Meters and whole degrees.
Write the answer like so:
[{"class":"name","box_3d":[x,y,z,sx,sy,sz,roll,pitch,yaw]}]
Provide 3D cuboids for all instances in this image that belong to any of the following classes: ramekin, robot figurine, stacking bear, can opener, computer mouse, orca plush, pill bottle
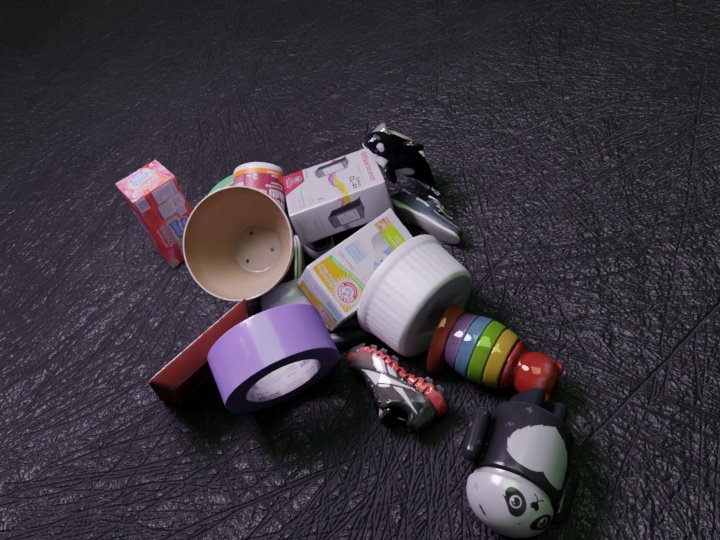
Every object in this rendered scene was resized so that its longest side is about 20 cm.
[{"class":"ramekin","box_3d":[0.098,0.050,1.007,0.200,0.201,0.098,-38,59,-20]},{"class":"robot figurine","box_3d":[0.225,0.265,0.828,0.149,0.125,0.201,13,53,27]},{"class":"stacking bear","box_3d":[0.220,0.142,0.955,0.199,0.114,0.122,24,58,25]},{"class":"can opener","box_3d":[-0.087,0.118,1.081,0.198,0.067,0.053,-5,51,2]},{"class":"computer mouse","box_3d":[-0.085,0.045,1.097,0.198,0.044,0.111,-15,82,-13]},{"class":"orca plush","box_3d":[0.100,-0.216,1.169,0.071,0.200,0.106,-25,31,46]},{"class":"pill bottle","box_3d":[-0.210,-0.112,1.234,0.108,0.110,0.202,-4,78,10]}]

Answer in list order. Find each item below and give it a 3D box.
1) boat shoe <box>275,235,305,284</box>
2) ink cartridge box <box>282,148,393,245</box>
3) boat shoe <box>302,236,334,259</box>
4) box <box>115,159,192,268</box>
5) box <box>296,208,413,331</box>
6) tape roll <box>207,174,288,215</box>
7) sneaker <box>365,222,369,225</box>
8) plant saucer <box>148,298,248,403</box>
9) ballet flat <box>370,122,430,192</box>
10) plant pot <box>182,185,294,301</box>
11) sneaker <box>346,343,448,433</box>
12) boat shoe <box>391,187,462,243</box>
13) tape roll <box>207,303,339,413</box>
[{"class":"boat shoe","box_3d":[-0.143,0.011,1.180,0.062,0.075,0.202,-3,54,3]},{"class":"ink cartridge box","box_3d":[-0.048,-0.153,1.203,0.198,0.086,0.148,-20,42,3]},{"class":"boat shoe","box_3d":[-0.114,-0.103,1.282,0.068,0.057,0.201,-24,48,-8]},{"class":"box","box_3d":[-0.421,-0.119,1.276,0.102,0.201,0.095,-37,51,-19]},{"class":"box","box_3d":[0.000,0.000,1.057,0.199,0.101,0.113,-35,85,-24]},{"class":"tape roll","box_3d":[-0.260,-0.152,1.369,0.198,0.048,0.202,-7,48,8]},{"class":"sneaker","box_3d":[0.052,-0.056,1.199,0.089,0.070,0.202,8,56,13]},{"class":"plant saucer","box_3d":[-0.265,0.152,1.027,0.037,0.200,0.199,44,67,7]},{"class":"ballet flat","box_3d":[0.103,-0.239,1.258,0.064,0.199,0.068,-49,31,14]},{"class":"plant pot","box_3d":[-0.209,-0.045,1.103,0.198,0.134,0.203,0,88,6]},{"class":"sneaker","box_3d":[0.042,0.195,0.972,0.200,0.071,0.098,29,59,31]},{"class":"boat shoe","box_3d":[0.139,-0.116,1.224,0.062,0.075,0.199,-47,45,-12]},{"class":"tape roll","box_3d":[-0.140,0.145,0.965,0.199,0.200,0.085,-25,65,-9]}]
